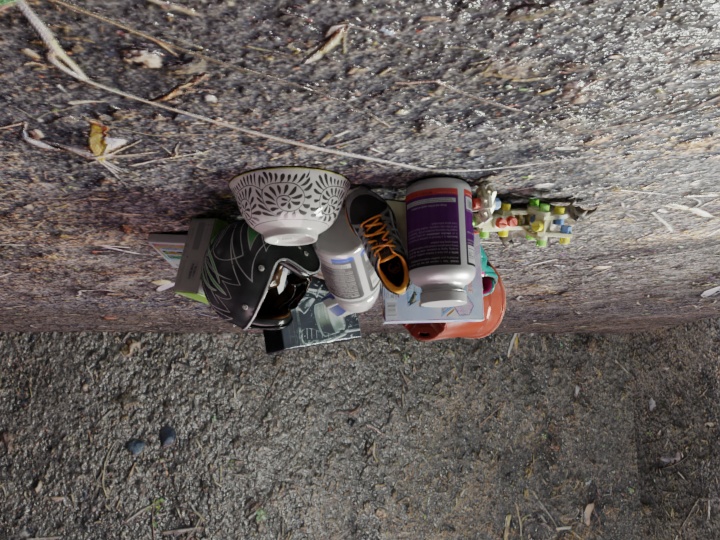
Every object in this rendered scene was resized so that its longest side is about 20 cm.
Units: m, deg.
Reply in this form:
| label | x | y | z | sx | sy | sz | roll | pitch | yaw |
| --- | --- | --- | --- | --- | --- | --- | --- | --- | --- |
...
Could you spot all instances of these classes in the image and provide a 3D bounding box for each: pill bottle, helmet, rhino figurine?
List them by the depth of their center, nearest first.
| label | x | y | z | sx | sy | sz | roll | pitch | yaw |
| --- | --- | --- | --- | --- | --- | --- | --- | --- | --- |
| pill bottle | 0.132 | -0.045 | 1.431 | 0.111 | 0.203 | 0.113 | -1 | 170 | 0 |
| helmet | -0.185 | 0.006 | 1.517 | 0.189 | 0.203 | 0.199 | 3 | 169 | -40 |
| rhino figurine | 0.342 | -0.092 | 1.609 | 0.198 | 0.061 | 0.087 | -11 | 156 | 27 |
| pill bottle | -0.020 | -0.015 | 1.625 | 0.112 | 0.115 | 0.201 | -3 | 144 | 9 |

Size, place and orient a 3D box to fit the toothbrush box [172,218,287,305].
| label | x | y | z | sx | sy | sz | roll | pitch | yaw |
| --- | --- | --- | --- | --- | --- | --- | --- | --- | --- |
| toothbrush box | -0.241 | 0.001 | 1.660 | 0.085 | 0.148 | 0.199 | 3 | 165 | 43 |

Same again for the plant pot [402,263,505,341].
| label | x | y | z | sx | sy | sz | roll | pitch | yaw |
| --- | --- | --- | --- | --- | --- | --- | --- | --- | --- |
| plant pot | 0.199 | 0.072 | 1.994 | 0.199 | 0.204 | 0.194 | -11 | 179 | 42 |

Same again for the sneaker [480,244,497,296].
| label | x | y | z | sx | sy | sz | roll | pitch | yaw |
| --- | --- | --- | --- | --- | --- | --- | --- | --- | --- |
| sneaker | 0.247 | -0.001 | 1.888 | 0.083 | 0.122 | 0.200 | -18 | 173 | 4 |

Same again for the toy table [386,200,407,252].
| label | x | y | z | sx | sy | sz | roll | pitch | yaw |
| --- | --- | --- | --- | --- | --- | --- | --- | --- | --- |
| toy table | 0.120 | -0.061 | 1.585 | 0.198 | 0.119 | 0.183 | 8 | 166 | -42 |

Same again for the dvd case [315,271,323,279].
| label | x | y | z | sx | sy | sz | roll | pitch | yaw |
| --- | --- | --- | --- | --- | --- | --- | --- | --- | --- |
| dvd case | -0.118 | -0.026 | 1.787 | 0.141 | 0.018 | 0.200 | 19 | 165 | -7 |

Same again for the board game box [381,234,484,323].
| label | x | y | z | sx | sy | sz | roll | pitch | yaw |
| --- | --- | --- | --- | --- | --- | --- | --- | --- | --- |
| board game box | 0.139 | 0.002 | 1.701 | 0.197 | 0.203 | 0.041 | 0 | 172 | -4 |

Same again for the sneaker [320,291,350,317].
| label | x | y | z | sx | sy | sz | roll | pitch | yaw |
| --- | --- | --- | --- | --- | --- | --- | --- | --- | --- |
| sneaker | 0.001 | 0.000 | 1.778 | 0.198 | 0.116 | 0.081 | -33 | 153 | 1 |

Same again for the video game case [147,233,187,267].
| label | x | y | z | sx | sy | sz | roll | pitch | yaw |
| --- | --- | --- | --- | --- | --- | --- | --- | --- | --- |
| video game case | -0.323 | -0.036 | 1.820 | 0.197 | 0.024 | 0.182 | 3 | 164 | 6 |

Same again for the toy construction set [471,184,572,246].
| label | x | y | z | sx | sy | sz | roll | pitch | yaw |
| --- | --- | --- | --- | --- | --- | --- | --- | --- | --- |
| toy construction set | 0.261 | -0.090 | 1.513 | 0.198 | 0.093 | 0.131 | 13 | -171 | -28 |

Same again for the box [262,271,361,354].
| label | x | y | z | sx | sy | sz | roll | pitch | yaw |
| --- | --- | --- | --- | --- | --- | --- | --- | --- | --- |
| box | -0.122 | 0.074 | 1.983 | 0.194 | 0.203 | 0.124 | -7 | 175 | -28 |

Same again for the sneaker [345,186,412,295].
| label | x | y | z | sx | sy | sz | roll | pitch | yaw |
| --- | --- | --- | --- | --- | --- | --- | --- | --- | --- |
| sneaker | 0.037 | -0.048 | 1.454 | 0.078 | 0.202 | 0.077 | -28 | -170 | 5 |

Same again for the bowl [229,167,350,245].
| label | x | y | z | sx | sy | sz | roll | pitch | yaw |
| --- | --- | --- | --- | --- | --- | --- | --- | --- | --- |
| bowl | -0.115 | -0.095 | 1.417 | 0.198 | 0.096 | 0.201 | -1 | 169 | 0 |
